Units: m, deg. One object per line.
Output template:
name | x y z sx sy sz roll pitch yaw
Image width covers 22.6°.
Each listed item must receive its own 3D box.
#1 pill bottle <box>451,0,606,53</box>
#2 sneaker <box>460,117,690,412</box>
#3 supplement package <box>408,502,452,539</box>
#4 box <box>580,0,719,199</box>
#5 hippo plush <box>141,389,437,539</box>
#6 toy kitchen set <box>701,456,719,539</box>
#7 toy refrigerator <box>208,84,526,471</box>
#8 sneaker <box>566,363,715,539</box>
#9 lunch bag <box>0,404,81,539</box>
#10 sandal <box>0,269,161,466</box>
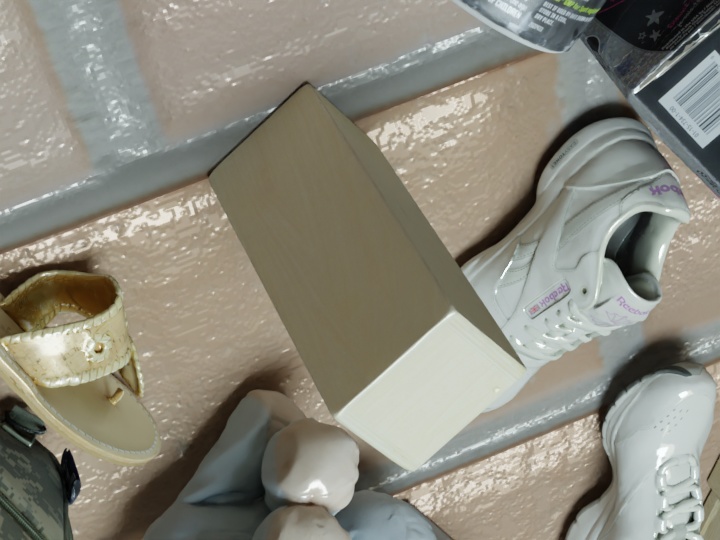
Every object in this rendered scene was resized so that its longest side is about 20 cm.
pill bottle | 0.110 -0.210 0.836 0.106 0.106 0.200 20 115 -35
sneaker | 0.111 0.013 1.014 0.075 0.100 0.200 14 120 -35
supplement package | 0.004 0.272 1.152 0.200 0.120 0.121 -39 133 8
box | 0.215 -0.111 0.957 0.132 0.115 0.200 -42 130 12
hippo plush | -0.036 0.187 1.032 0.200 0.159 0.161 -46 124 12
toy kitchen set | 0.360 0.160 1.202 0.180 0.163 0.200 3 124 -27
toy refrigerator | 0.000 0.000 0.884 0.076 0.200 0.070 -43 132 10
sneaker | 0.194 0.148 1.157 0.074 0.087 0.200 -5 126 -20
lunch bag | -0.244 0.164 0.921 0.139 0.168 0.200 42 99 -9
sandal | -0.154 0.026 0.916 0.070 0.078 0.212 -40 127 16
